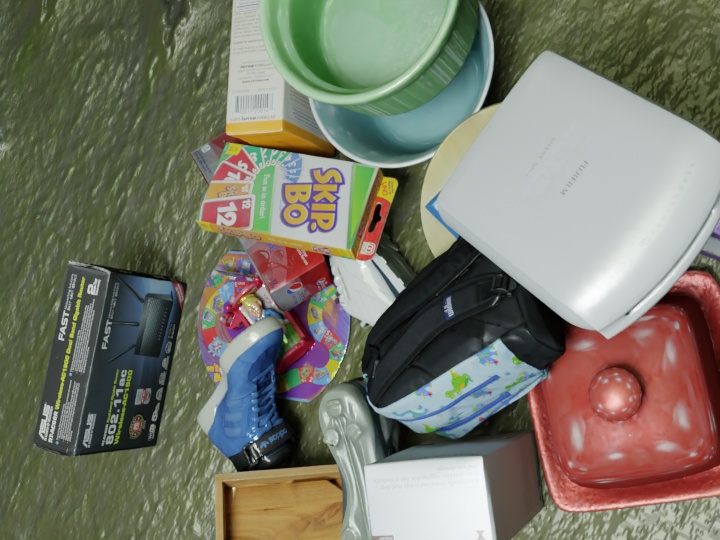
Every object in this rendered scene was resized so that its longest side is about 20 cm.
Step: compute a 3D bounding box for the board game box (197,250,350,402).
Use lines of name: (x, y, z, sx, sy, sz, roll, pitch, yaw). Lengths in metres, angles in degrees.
board game box: (-0.108, 0.059, 1.024, 0.196, 0.039, 0.161, 4, 86, 25)

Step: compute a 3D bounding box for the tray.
tray: (-0.043, 0.248, 0.917, 0.196, 0.037, 0.100, -4, 64, -5)

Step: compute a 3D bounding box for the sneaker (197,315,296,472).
sneaker: (-0.101, 0.143, 0.965, 0.111, 0.076, 0.201, 48, 133, 19)

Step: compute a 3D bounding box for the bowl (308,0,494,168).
bowl: (0.054, -0.195, 0.944, 0.197, 0.105, 0.205, -3, 82, 24)

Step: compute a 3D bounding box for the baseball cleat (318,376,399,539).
baseball cleat: (0.018, 0.202, 0.881, 0.069, 0.106, 0.204, -10, 91, 27)

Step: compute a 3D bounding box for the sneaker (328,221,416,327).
sneaker: (0.000, 0.000, 0.968, 0.080, 0.076, 0.201, -44, 68, 23)

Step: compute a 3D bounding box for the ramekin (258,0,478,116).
ramekin: (0.013, -0.242, 0.856, 0.196, 0.097, 0.204, -3, 83, 24)

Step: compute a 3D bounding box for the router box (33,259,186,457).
router box: (-0.276, 0.099, 1.036, 0.061, 0.149, 0.204, 10, 89, 23)

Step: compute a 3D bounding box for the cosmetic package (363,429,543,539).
cosmetic package: (0.090, 0.197, 0.833, 0.111, 0.199, 0.083, -9, 82, 20)

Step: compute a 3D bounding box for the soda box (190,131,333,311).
soda box: (-0.107, -0.058, 1.006, 0.069, 0.064, 0.202, -30, 67, -5)

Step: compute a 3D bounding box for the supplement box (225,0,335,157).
supplement box: (-0.080, -0.233, 0.997, 0.072, 0.126, 0.204, 0, 84, 25)

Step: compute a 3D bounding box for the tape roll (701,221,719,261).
tape roll: (0.293, -0.054, 0.769, 0.198, 0.199, 0.067, 24, 94, 24)

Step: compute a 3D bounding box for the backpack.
backpack: (0.087, 0.066, 0.843, 0.198, 0.153, 0.165, -32, 42, 22)

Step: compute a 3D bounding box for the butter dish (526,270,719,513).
butter dish: (0.232, 0.108, 0.809, 0.196, 0.147, 0.204, -14, 79, 21)

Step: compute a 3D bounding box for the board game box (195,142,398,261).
board game box: (-0.065, -0.072, 0.944, 0.196, 0.030, 0.097, 12, 70, 19)

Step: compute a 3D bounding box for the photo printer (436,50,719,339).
photo printer: (0.168, -0.058, 0.693, 0.167, 0.069, 0.200, -53, 46, 7)

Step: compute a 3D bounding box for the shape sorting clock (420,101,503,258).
shape sorting clock: (0.155, -0.063, 0.880, 0.196, 0.039, 0.204, 0, 110, 1)
